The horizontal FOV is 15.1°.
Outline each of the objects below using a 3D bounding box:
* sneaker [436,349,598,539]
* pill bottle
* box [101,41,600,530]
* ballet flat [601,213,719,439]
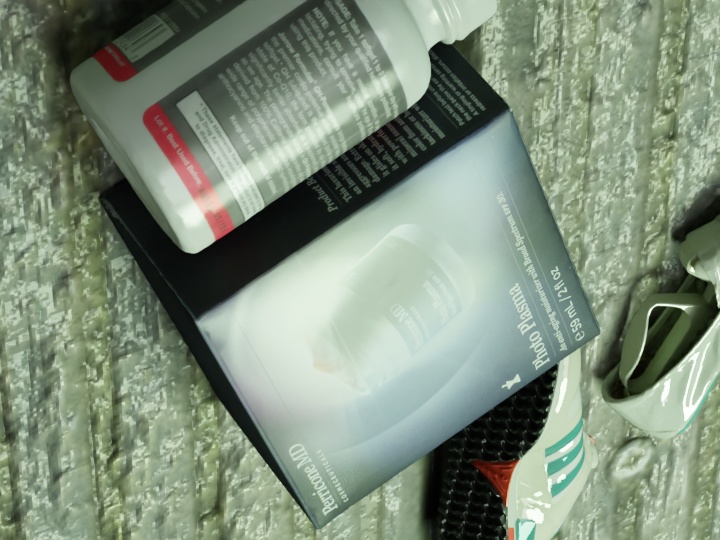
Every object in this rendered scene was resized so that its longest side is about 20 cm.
[{"bbox_3d":[0.108,0.097,1.678,0.093,0.070,0.201,-25,137,-43],"label":"sneaker"},{"bbox_3d":[-0.035,-0.107,1.355,0.200,0.111,0.111,-35,138,-6],"label":"pill bottle"},{"bbox_3d":[0.000,0.000,1.464,0.198,0.123,0.200,-34,137,-6],"label":"box"},{"bbox_3d":[0.213,0.017,1.684,0.069,0.069,0.200,10,119,-41],"label":"ballet flat"}]
